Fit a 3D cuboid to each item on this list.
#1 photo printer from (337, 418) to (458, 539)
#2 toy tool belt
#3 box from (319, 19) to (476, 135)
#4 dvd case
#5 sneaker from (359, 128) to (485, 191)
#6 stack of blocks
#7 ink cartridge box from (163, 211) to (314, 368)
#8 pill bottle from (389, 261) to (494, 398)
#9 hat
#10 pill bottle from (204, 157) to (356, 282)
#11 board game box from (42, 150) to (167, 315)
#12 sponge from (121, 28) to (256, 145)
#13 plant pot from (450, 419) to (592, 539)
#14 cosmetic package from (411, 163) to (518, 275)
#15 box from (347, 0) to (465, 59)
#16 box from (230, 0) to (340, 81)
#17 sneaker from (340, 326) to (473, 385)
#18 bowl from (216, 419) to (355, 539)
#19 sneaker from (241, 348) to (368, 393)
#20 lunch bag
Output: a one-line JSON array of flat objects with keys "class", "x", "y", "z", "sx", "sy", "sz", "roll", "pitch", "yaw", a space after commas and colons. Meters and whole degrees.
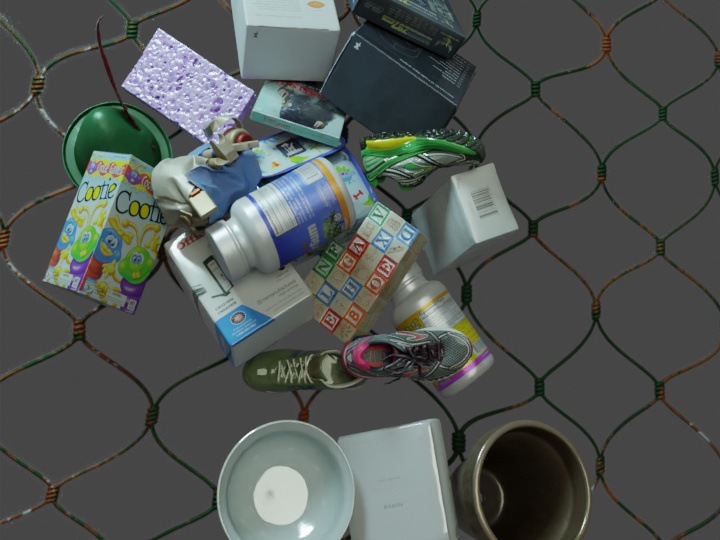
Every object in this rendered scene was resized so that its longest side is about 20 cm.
[{"class": "photo printer", "x": 0.056, "y": 0.332, "z": 1.315, "sx": 0.163, "sy": 0.069, "sz": 0.205, "roll": -13, "pitch": 77, "yaw": 18}, {"class": "toy tool belt", "x": -0.195, "y": -0.138, "z": 1.291, "sx": 0.200, "sy": 0.121, "sz": 0.127, "roll": -48, "pitch": 130, "yaw": -34}, {"class": "box", "x": 0.066, "y": -0.306, "z": 1.451, "sx": 0.198, "sy": 0.125, "sz": 0.197, "roll": 34, "pitch": 31, "yaw": -3}, {"class": "dvd case", "x": -0.088, "y": -0.278, "z": 1.445, "sx": 0.143, "sy": 0.022, "sz": 0.202, "roll": 17, "pitch": 38, "yaw": -4}, {"class": "sneaker", "x": 0.095, "y": -0.167, "z": 1.352, "sx": 0.078, "sy": 0.196, "sz": 0.087, "roll": -33, "pitch": 119, "yaw": -58}, {"class": "stack of blocks", "x": 0.000, "y": 0.000, "z": 1.372, "sx": 0.114, "sy": 0.058, "sz": 0.202, "roll": 35, "pitch": 93, "yaw": 21}, {"class": "ink cartridge box", "x": -0.180, "y": 0.015, "z": 1.333, "sx": 0.145, "sy": 0.085, "sz": 0.201, "roll": -32, "pitch": 67, "yaw": -17}, {"class": "pill bottle", "x": 0.115, "y": 0.090, "z": 1.411, "sx": 0.103, "sy": 0.104, "sz": 0.202, "roll": -33, "pitch": 84, "yaw": -20}, {"class": "hat", "x": -0.369, "y": -0.212, "z": 1.330, "sx": 0.200, "sy": 0.176, "sz": 0.166, "roll": 44, "pitch": 70, "yaw": 1}, {"class": "pill bottle", "x": -0.114, "y": -0.067, "z": 1.267, "sx": 0.198, "sy": 0.112, "sz": 0.113, "roll": -30, "pitch": 84, "yaw": -15}, {"class": "board game box", "x": -0.354, "y": -0.055, "z": 1.294, "sx": 0.104, "sy": 0.102, "sz": 0.204, "roll": 28, "pitch": 76, "yaw": -47}, {"class": "sponge", "x": -0.270, "y": -0.282, "z": 1.418, "sx": 0.198, "sy": 0.030, "sz": 0.113, "roll": 34, "pitch": 86, "yaw": 11}, {"class": "plant pot", "x": 0.210, "y": 0.332, "z": 1.323, "sx": 0.196, "sy": 0.174, "sz": 0.205, "roll": 7, "pitch": 71, "yaw": -22}, {"class": "cosmetic package", "x": 0.159, "y": -0.076, "z": 1.417, "sx": 0.080, "sy": 0.200, "sz": 0.115, "roll": -18, "pitch": 83, "yaw": -17}, {"class": "box", "x": 0.064, "y": -0.435, "z": 1.453, "sx": 0.197, "sy": 0.051, "sz": 0.160, "roll": 17, "pitch": 38, "yaw": -29}, {"class": "box", "x": -0.126, "y": -0.415, "z": 1.454, "sx": 0.149, "sy": 0.107, "sz": 0.203, "roll": -1, "pitch": 54, "yaw": -15}, {"class": "sneaker", "x": 0.073, "y": 0.127, "z": 1.311, "sx": 0.195, "sy": 0.075, "sz": 0.083, "roll": -5, "pitch": 86, "yaw": -14}, {"class": "bowl", "x": -0.112, "y": 0.322, "z": 1.296, "sx": 0.196, "sy": 0.090, "sz": 0.206, "roll": 4, "pitch": 75, "yaw": -13}, {"class": "sneaker", "x": -0.076, "y": 0.146, "z": 1.353, "sx": 0.195, "sy": 0.090, "sz": 0.069, "roll": 3, "pitch": 75, "yaw": -13}, {"class": "lunch bag", "x": -0.090, "y": -0.133, "z": 1.414, "sx": 0.167, "sy": 0.128, "sz": 0.203, "roll": -23, "pitch": 72, "yaw": -21}]
